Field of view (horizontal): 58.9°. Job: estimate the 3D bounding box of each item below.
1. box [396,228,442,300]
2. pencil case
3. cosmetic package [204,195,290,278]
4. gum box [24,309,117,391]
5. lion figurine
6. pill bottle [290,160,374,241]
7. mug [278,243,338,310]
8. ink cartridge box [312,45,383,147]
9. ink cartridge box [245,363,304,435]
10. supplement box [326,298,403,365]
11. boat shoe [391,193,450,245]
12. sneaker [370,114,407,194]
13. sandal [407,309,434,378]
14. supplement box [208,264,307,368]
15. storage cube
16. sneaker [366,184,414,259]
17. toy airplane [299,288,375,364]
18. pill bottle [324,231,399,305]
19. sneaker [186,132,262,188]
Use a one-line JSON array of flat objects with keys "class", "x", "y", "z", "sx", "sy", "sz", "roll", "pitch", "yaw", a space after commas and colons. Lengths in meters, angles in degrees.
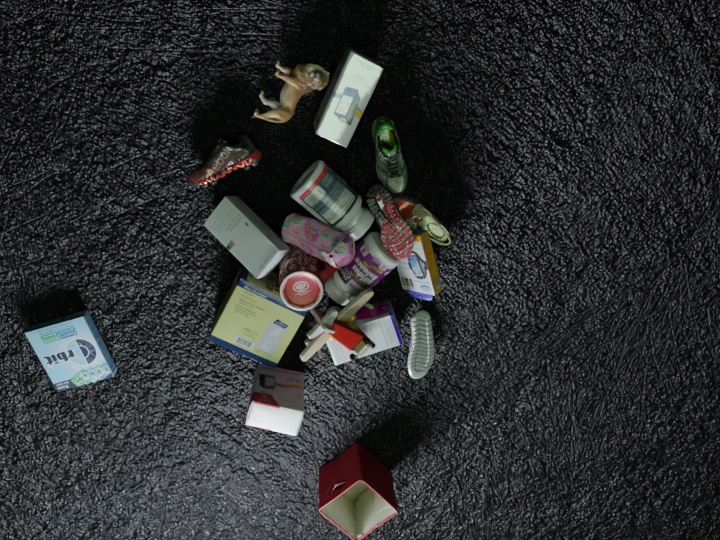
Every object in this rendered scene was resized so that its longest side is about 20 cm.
[{"class": "box", "x": 0.148, "y": -0.016, "z": 1.697, "sx": 0.041, "sy": 0.119, "sz": 0.201, "roll": -36, "pitch": 121, "yaw": -33}, {"class": "pencil case", "x": -0.106, "y": -0.075, "z": 1.586, "sx": 0.199, "sy": 0.087, "sz": 0.088, "roll": 28, "pitch": 117, "yaw": 32}, {"class": "cosmetic package", "x": -0.287, "y": -0.086, "z": 1.616, "sx": 0.200, "sy": 0.074, "sz": 0.102, "roll": 43, "pitch": 106, "yaw": 8}, {"class": "gum box", "x": -0.797, "y": 0.224, "z": 1.766, "sx": 0.169, "sy": 0.045, "sz": 0.201, "roll": -16, "pitch": 113, "yaw": 2}, {"class": "lion figurine", "x": -0.169, "y": -0.419, "z": 1.528, "sx": 0.122, "sy": 0.073, "sz": 0.200, "roll": 23, "pitch": 125, "yaw": -27}, {"class": "pill bottle", "x": -0.066, "y": -0.170, "z": 1.609, "sx": 0.200, "sy": 0.120, "sz": 0.120, "roll": 41, "pitch": 105, "yaw": -19}, {"class": "mug", "x": -0.136, "y": -0.006, "z": 1.631, "sx": 0.133, "sy": 0.200, "sz": 0.178, "roll": 38, "pitch": 106, "yaw": -18}, {"class": "ink cartridge box", "x": -0.034, "y": -0.408, "z": 1.493, "sx": 0.087, "sy": 0.145, "sz": 0.201, "roll": 23, "pitch": 109, "yaw": -16}, {"class": "ink cartridge box", "x": -0.234, "y": 0.357, "z": 1.782, "sx": 0.147, "sy": 0.200, "sz": 0.086, "roll": 13, "pitch": 111, "yaw": -10}, {"class": "supplement box", "x": 0.006, "y": 0.171, "z": 1.774, "sx": 0.199, "sy": 0.101, "sz": 0.104, "roll": -19, "pitch": 113, "yaw": 4}, {"class": "boat shoe", "x": 0.156, "y": -0.132, "z": 1.674, "sx": 0.200, "sy": 0.063, "sz": 0.071, "roll": 34, "pitch": 109, "yaw": -16}, {"class": "sneaker", "x": 0.069, "y": -0.281, "z": 1.590, "sx": 0.078, "sy": 0.085, "sz": 0.201, "roll": -17, "pitch": 115, "yaw": 3}, {"class": "sandal", "x": 0.171, "y": 0.209, "z": 1.836, "sx": 0.082, "sy": 0.050, "sz": 0.204, "roll": 0, "pitch": 101, "yaw": -20}, {"class": "supplement box", "x": -0.269, "y": 0.115, "z": 1.709, "sx": 0.199, "sy": 0.134, "sz": 0.200, "roll": 26, "pitch": 109, "yaw": -15}, {"class": "storage cube", "x": -0.012, "y": 0.669, "z": 1.948, "sx": 0.171, "sy": 0.180, "sz": 0.200, "roll": -39, "pitch": 110, "yaw": 12}, {"class": "sneaker", "x": 0.081, "y": -0.126, "z": 1.620, "sx": 0.080, "sy": 0.075, "sz": 0.201, "roll": -20, "pitch": 100, "yaw": 10}, {"class": "toy airplane", "x": -0.063, "y": 0.140, "z": 1.640, "sx": 0.199, "sy": 0.141, "sz": 0.200, "roll": -10, "pitch": 127, "yaw": -17}, {"class": "pill bottle", "x": 0.000, "y": 0.000, "z": 1.687, "sx": 0.112, "sy": 0.112, "sz": 0.200, "roll": 38, "pitch": 114, "yaw": -18}, {"class": "sneaker", "x": -0.346, "y": -0.274, "z": 1.568, "sx": 0.200, "sy": 0.071, "sz": 0.098, "roll": -25, "pitch": 114, "yaw": 4}]
